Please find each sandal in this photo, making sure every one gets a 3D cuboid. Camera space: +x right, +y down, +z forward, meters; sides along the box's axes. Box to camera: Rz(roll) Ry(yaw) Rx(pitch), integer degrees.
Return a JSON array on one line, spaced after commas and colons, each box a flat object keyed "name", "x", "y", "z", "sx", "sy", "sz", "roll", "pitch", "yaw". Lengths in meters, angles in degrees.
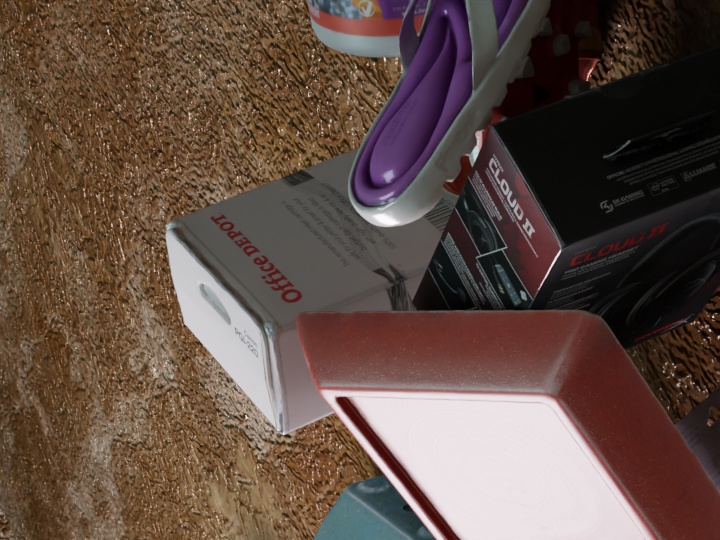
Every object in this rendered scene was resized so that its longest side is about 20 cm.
[{"name": "sandal", "x": 0.044, "y": -0.118, "z": 1.048, "sx": 0.082, "sy": 0.204, "sz": 0.050, "roll": 2, "pitch": 155, "yaw": 48}]

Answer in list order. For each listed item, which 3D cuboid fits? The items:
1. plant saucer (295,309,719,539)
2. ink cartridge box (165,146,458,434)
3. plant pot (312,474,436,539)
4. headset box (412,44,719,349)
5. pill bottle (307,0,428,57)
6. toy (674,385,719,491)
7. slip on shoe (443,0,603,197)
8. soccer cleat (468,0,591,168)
[{"name": "plant saucer", "x": 0.080, "y": 0.099, "z": 1.133, "sx": 0.199, "sy": 0.037, "sz": 0.200, "roll": -2, "pitch": 137, "yaw": 41}, {"name": "ink cartridge box", "x": 0.000, "y": 0.000, "z": 1.347, "sx": 0.146, "sy": 0.199, "sz": 0.085, "roll": 44, "pitch": 147, "yaw": 48}, {"name": "plant pot", "x": 0.068, "y": 0.235, "z": 1.424, "sx": 0.196, "sy": 0.195, "sz": 0.201, "roll": 30, "pitch": 128, "yaw": 58}, {"name": "headset box", "x": 0.125, "y": -0.025, "z": 1.104, "sx": 0.077, "sy": 0.148, "sz": 0.200, "roll": 61, "pitch": 156, "yaw": 20}, {"name": "pill bottle", "x": 0.014, "y": -0.232, "z": 1.232, "sx": 0.111, "sy": 0.111, "sz": 0.201, "roll": 36, "pitch": 141, "yaw": 54}, {"name": "toy", "x": 0.243, "y": 0.143, "z": 1.110, "sx": 0.201, "sy": 0.047, "sz": 0.115, "roll": 60, "pitch": 153, "yaw": 14}, {"name": "slip on shoe", "x": 0.086, "y": -0.093, "z": 1.232, "sx": 0.200, "sy": 0.074, "sz": 0.061, "roll": 119, "pitch": 143, "yaw": -56}, {"name": "soccer cleat", "x": 0.074, "y": -0.141, "z": 1.130, "sx": 0.085, "sy": 0.068, "sz": 0.201, "roll": 3, "pitch": 83, "yaw": 41}]
